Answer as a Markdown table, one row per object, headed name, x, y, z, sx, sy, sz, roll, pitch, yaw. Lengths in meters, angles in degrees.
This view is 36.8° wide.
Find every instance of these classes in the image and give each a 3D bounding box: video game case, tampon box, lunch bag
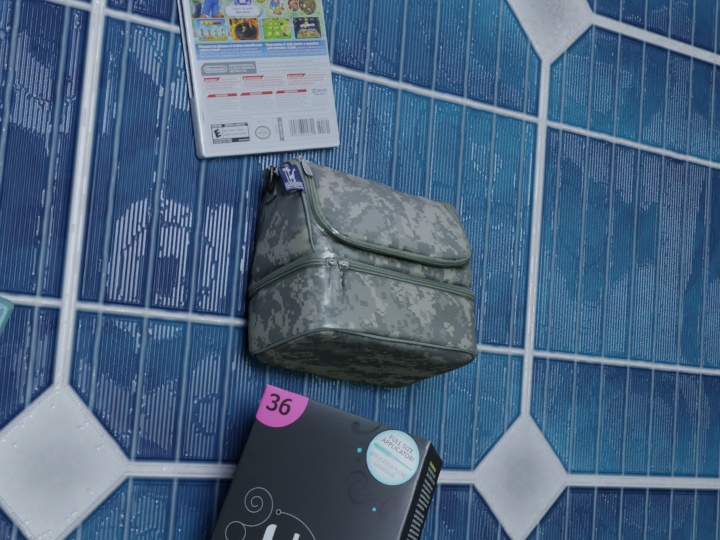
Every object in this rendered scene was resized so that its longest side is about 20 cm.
| name | x | y | z | sx | sy | sz | roll | pitch | yaw |
| --- | --- | --- | --- | --- | --- | --- | --- | --- | --- |
| video game case | -0.093 | -0.207 | 0.974 | 0.141 | 0.018 | 0.204 | -8 | 92 | -31 |
| tampon box | -0.033 | 0.221 | 0.893 | 0.147 | 0.126 | 0.203 | 16 | 76 | 14 |
| lunch bag | 0.000 | 0.000 | 0.961 | 0.197 | 0.139 | 0.171 | 12 | 65 | -31 |

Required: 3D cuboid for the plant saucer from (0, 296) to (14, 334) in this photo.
| name | x | y | z | sx | sy | sz | roll | pitch | yaw |
| --- | --- | --- | --- | --- | --- | --- | --- | --- | --- |
| plant saucer | -0.358 | 0.013 | 0.799 | 0.198 | 0.019 | 0.071 | 30 | 73 | -26 |
